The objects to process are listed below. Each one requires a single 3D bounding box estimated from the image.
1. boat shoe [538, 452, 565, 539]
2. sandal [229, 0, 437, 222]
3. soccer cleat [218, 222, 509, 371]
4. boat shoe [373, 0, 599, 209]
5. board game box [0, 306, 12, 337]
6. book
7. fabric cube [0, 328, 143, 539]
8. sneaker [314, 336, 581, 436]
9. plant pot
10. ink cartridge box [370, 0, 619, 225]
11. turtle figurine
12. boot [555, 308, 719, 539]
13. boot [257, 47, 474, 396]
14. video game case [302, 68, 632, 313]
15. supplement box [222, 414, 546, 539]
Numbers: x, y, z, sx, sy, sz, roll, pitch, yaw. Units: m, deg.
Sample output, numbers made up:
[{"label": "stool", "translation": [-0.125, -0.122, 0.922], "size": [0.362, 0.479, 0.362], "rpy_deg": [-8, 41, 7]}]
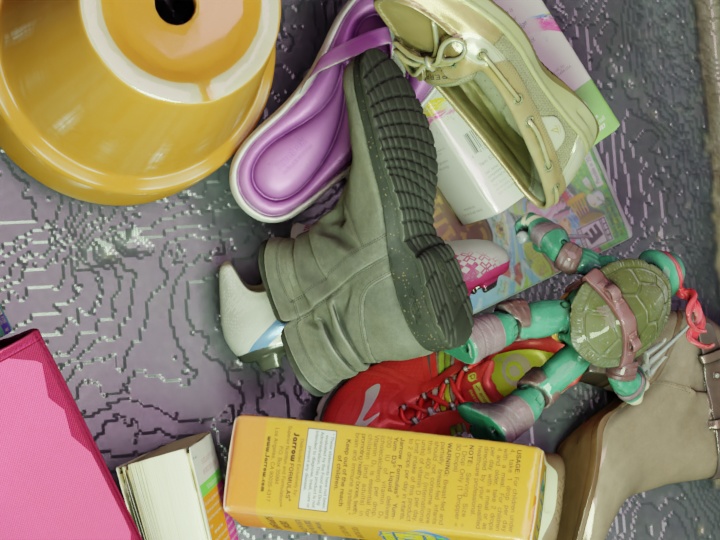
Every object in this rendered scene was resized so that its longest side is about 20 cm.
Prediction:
[{"label": "boat shoe", "translation": [0.086, 0.217, 1.421], "size": [0.076, 0.072, 0.201], "rpy_deg": [12, 71, -6]}, {"label": "sandal", "translation": [-0.003, -0.111, 1.346], "size": [0.082, 0.050, 0.203], "rpy_deg": [37, 91, -8]}, {"label": "soccer cleat", "translation": [0.000, 0.000, 1.388], "size": [0.199, 0.070, 0.087], "rpy_deg": [-19, 92, -8]}, {"label": "boat shoe", "translation": [0.074, -0.118, 1.325], "size": [0.201, 0.073, 0.063], "rpy_deg": [42, 68, -37]}, {"label": "board game box", "translation": [-0.312, 0.069, 1.204], "size": [0.199, 0.152, 0.045], "rpy_deg": [-26, 93, 5]}, {"label": "book", "translation": [-0.091, 0.207, 1.319], "size": [0.048, 0.134, 0.201], "rpy_deg": [-15, 89, 7]}, {"label": "fabric cube", "translation": [-0.246, 0.171, 1.232], "size": [0.199, 0.196, 0.200], "rpy_deg": [-29, 94, -20]}, {"label": "sneaker", "translation": [0.061, 0.080, 1.409], "size": [0.199, 0.085, 0.077], "rpy_deg": [-21, 91, -20]}, {"label": "plant pot", "translation": [-0.134, -0.152, 1.309], "size": [0.199, 0.183, 0.202], "rpy_deg": [2, 84, -19]}, {"label": "ink cartridge box", "translation": [0.070, -0.147, 1.421], "size": [0.117, 0.067, 0.201], "rpy_deg": [-35, 96, -18]}, {"label": "turtle figurine", "translation": [0.146, 0.029, 1.366], "size": [0.199, 0.101, 0.150], "rpy_deg": [-29, 92, -27]}, {"label": "boot", "translation": [0.214, 0.124, 1.469], "size": [0.145, 0.070, 0.201], "rpy_deg": [11, 81, -20]}, {"label": "boot", "translation": [-0.014, -0.028, 1.310], "size": [0.068, 0.130, 0.201], "rpy_deg": [-5, 81, -59]}, {"label": "video game case", "translation": [0.077, -0.080, 1.464], "size": [0.181, 0.022, 0.201], "rpy_deg": [-25, 93, -20]}, {"label": "supplement box", "translation": [0.017, 0.138, 1.331], "size": [0.198, 0.067, 0.069], "rpy_deg": [4, 75, 9]}]
